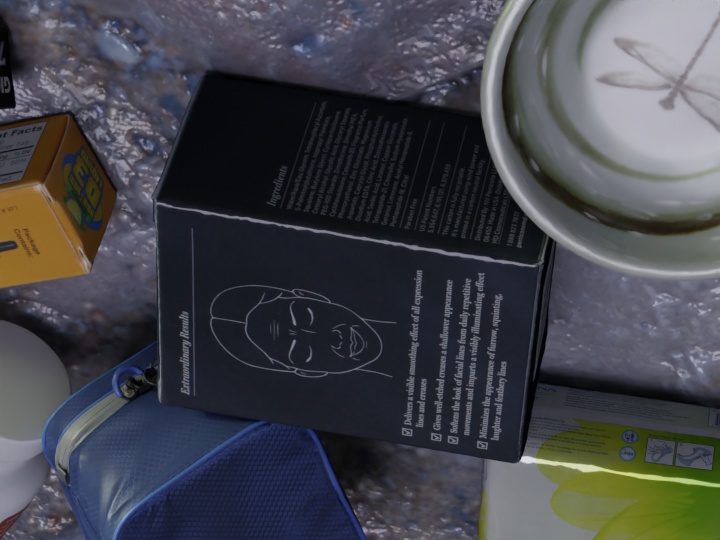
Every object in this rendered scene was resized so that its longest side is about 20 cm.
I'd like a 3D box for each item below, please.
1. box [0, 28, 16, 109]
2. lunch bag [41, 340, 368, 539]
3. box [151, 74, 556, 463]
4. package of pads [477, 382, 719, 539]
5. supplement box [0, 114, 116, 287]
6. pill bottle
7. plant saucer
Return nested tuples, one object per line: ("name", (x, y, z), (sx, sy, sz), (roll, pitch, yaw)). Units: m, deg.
("box", (-0.306, -0.091, 1.253), (0.199, 0.198, 0.050), (-3, 96, 18))
("lunch bag", (-0.091, 0.129, 1.415), (0.136, 0.132, 0.200), (-32, 128, -12))
("box", (0.000, 0.000, 1.305), (0.199, 0.107, 0.149), (9, 134, 6))
("package of pads", (0.143, 0.155, 1.435), (0.154, 0.068, 0.200), (8, 132, 7))
("supplement box", (-0.238, -0.028, 1.375), (0.199, 0.069, 0.067), (-7, 130, 23))
("pill bottle", (-0.250, 0.118, 1.480), (0.112, 0.112, 0.200), (31, 132, -13))
("plant saucer", (0.157, -0.093, 1.197), (0.199, 0.050, 0.201), (1, 119, 2))
